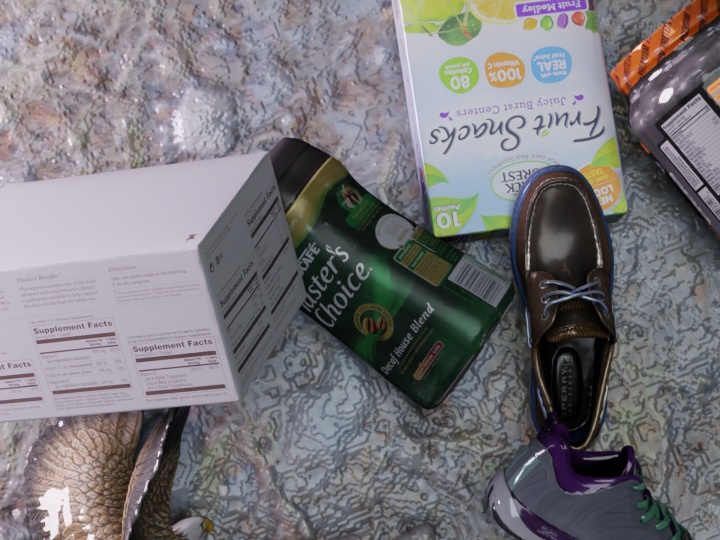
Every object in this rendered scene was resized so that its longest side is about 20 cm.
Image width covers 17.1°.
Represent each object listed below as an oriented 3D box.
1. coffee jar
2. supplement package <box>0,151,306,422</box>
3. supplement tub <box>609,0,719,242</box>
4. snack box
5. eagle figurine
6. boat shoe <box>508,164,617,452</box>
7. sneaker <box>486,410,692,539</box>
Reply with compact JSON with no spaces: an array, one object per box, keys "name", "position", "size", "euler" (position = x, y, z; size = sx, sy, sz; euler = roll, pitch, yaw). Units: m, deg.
[{"name":"coffee jar","position":[0.000,0.000,1.651],"size":[0.200,0.104,0.085],"euler":[35,40,3]},{"name":"supplement package","position":[-0.159,0.011,1.570],"size":[0.199,0.156,0.111],"euler":[-6,114,19]},{"name":"supplement tub","position":[0.273,-0.090,1.672],"size":[0.122,0.123,0.200],"euler":[-37,85,-8]},{"name":"snack box","position":[0.104,-0.127,1.702],"size":[0.142,0.053,0.201],"euler":[-7,83,-3]},{"name":"eagle figurine","position":[-0.150,0.175,1.613],"size":[0.151,0.151,0.201],"euler":[-18,94,4]},{"name":"boat shoe","position":[0.147,0.029,1.645],"size":[0.072,0.072,0.201],"euler":[-8,101,-3]},{"name":"sneaker","position":[0.188,0.172,1.626],"size":[0.200,0.074,0.088],"euler":[27,114,-16]}]
